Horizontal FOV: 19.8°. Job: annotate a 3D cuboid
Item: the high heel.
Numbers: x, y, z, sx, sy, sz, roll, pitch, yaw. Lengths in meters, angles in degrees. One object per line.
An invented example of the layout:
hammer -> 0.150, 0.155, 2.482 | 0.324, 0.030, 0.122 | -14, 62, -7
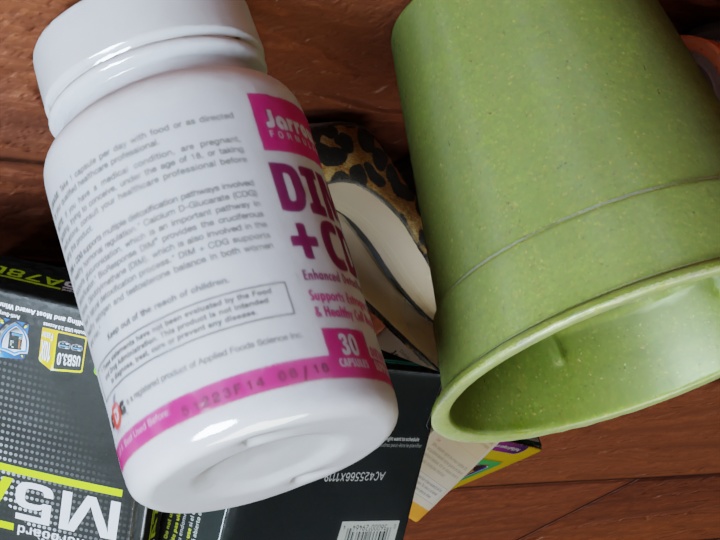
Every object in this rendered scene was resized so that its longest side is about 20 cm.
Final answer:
high heel -> 0.000, 0.000, 1.061 | 0.200, 0.143, 0.071 | 2, 152, -46

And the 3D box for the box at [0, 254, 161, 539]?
box -> -0.189, 0.084, 0.969 | 0.199, 0.194, 0.048 | 14, -158, 5

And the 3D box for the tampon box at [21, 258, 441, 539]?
tampon box -> -0.086, 0.082, 1.088 | 0.200, 0.127, 0.150 | 19, -172, 39

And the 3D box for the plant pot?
plant pot -> 0.100, -0.046, 0.954 | 0.199, 0.191, 0.200 | -16, 162, -5

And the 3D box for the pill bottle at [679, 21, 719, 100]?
pill bottle -> 0.215, -0.075, 1.113 | 0.106, 0.107, 0.200 | -30, 157, 30

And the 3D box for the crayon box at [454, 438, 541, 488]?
crayon box -> 0.021, 0.136, 1.588 | 0.172, 0.058, 0.200 | -25, 160, 21

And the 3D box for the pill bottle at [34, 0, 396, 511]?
pill bottle -> -0.066, -0.012, 0.854 | 0.113, 0.201, 0.113 | -16, 161, -6

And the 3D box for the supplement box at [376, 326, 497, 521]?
supplement box -> 0.069, 0.055, 1.278 | 0.200, 0.074, 0.126 | -44, 159, 0
